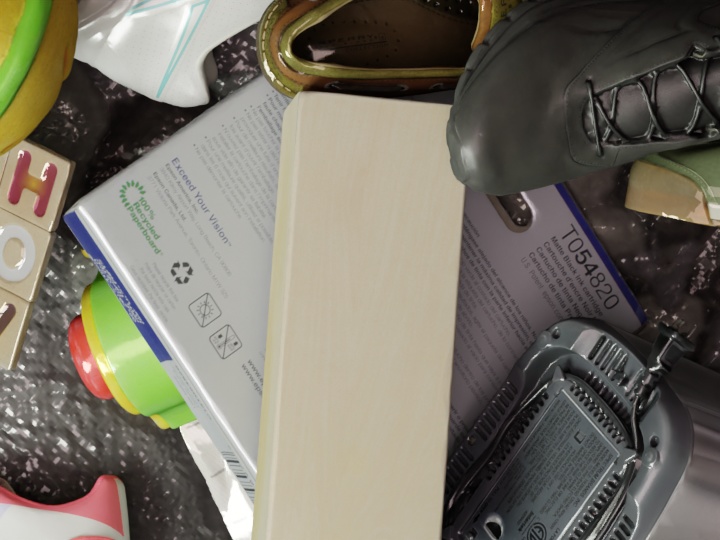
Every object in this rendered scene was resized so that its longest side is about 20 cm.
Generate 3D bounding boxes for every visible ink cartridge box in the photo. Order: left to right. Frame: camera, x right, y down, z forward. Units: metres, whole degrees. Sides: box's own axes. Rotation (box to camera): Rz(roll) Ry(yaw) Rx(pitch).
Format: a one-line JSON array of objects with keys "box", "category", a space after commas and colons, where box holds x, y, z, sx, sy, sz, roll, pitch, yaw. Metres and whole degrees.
[{"box": [0.000, 0.000, 1.260, 0.199, 0.041, 0.200, -34, 96, -17], "category": "ink cartridge box"}]

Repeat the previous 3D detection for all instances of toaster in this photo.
[{"box": [0.114, 0.108, 1.229, 0.201, 0.129, 0.114, -57, 45, 15], "category": "toaster"}]

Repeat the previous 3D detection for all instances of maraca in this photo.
[{"box": [-0.188, -0.114, 1.197, 0.107, 0.200, 0.137, 31, 98, -39], "category": "maraca"}]

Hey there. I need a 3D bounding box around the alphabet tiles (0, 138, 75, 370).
[{"box": [-0.221, -0.039, 1.277, 0.199, 0.008, 0.168, 25, 105, 26], "category": "alphabet tiles"}]

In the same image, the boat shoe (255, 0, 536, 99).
[{"box": [0.055, -0.110, 1.212, 0.199, 0.068, 0.072, -17, 95, -7], "category": "boat shoe"}]

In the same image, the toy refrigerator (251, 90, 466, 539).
[{"box": [-0.001, 0.030, 1.196, 0.075, 0.070, 0.202, 4, 85, -7], "category": "toy refrigerator"}]

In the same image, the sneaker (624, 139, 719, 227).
[{"box": [0.220, -0.056, 1.229, 0.199, 0.067, 0.091, 8, 95, 6], "category": "sneaker"}]

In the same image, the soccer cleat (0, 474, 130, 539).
[{"box": [-0.204, 0.130, 1.330, 0.198, 0.067, 0.077, 3, 71, 13], "category": "soccer cleat"}]

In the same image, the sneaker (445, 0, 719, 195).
[{"box": [0.127, -0.083, 1.175, 0.199, 0.091, 0.076, -26, 121, -21], "category": "sneaker"}]

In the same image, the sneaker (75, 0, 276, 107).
[{"box": [-0.055, -0.162, 1.243, 0.080, 0.070, 0.201, 32, 112, -5], "category": "sneaker"}]

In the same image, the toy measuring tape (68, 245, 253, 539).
[{"box": [-0.083, 0.065, 1.288, 0.073, 0.074, 0.201, -21, 98, 11], "category": "toy measuring tape"}]
